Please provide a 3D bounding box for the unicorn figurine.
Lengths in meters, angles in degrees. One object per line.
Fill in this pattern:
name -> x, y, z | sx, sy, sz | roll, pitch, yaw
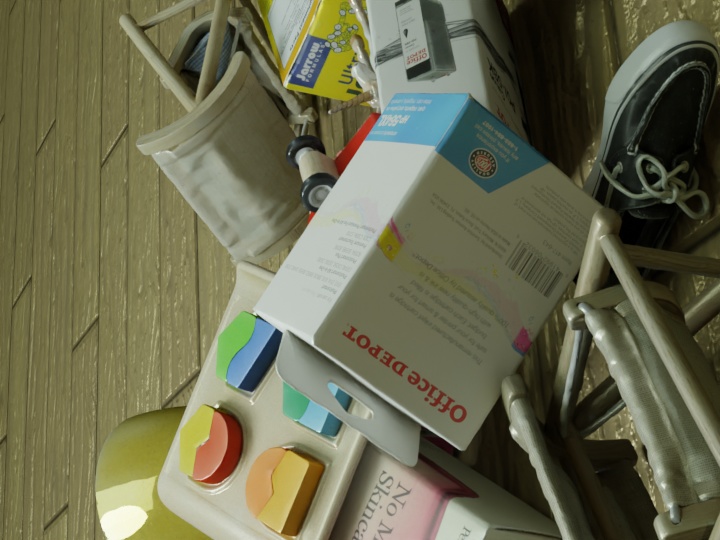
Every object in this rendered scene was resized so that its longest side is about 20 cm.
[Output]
unicorn figurine -> 0.025, -0.168, 1.242 | 0.073, 0.200, 0.138 | -24, 66, 14

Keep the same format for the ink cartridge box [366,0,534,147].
ink cartridge box -> 0.070, -0.142, 1.105 | 0.082, 0.147, 0.202 | -16, 60, 16

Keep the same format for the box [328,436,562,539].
box -> 0.035, 0.197, 1.042 | 0.199, 0.108, 0.129 | 28, 96, 47

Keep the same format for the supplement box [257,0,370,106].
supplement box -> -0.025, -0.262, 1.401 | 0.201, 0.109, 0.109 | -108, 35, -45

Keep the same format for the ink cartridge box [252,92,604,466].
ink cartridge box -> 0.035, 0.006, 0.935 | 0.201, 0.128, 0.125 | -55, 22, -6

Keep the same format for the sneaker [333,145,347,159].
sneaker -> 0.007, -0.040, 1.317 | 0.201, 0.077, 0.083 | 112, 150, -47

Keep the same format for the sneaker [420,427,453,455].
sneaker -> 0.029, 0.107, 1.213 | 0.087, 0.073, 0.202 | -23, 57, 61

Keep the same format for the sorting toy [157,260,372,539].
sorting toy -> -0.068, 0.108, 1.067 | 0.184, 0.036, 0.202 | 21, 93, 45

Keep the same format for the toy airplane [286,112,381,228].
toy airplane -> 0.000, 0.000, 1.148 | 0.199, 0.140, 0.202 | 142, 129, -67

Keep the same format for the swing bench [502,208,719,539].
swing bench -> 0.171, 0.111, 0.818 | 0.201, 0.129, 0.200 | -63, 31, 35

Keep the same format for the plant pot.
plant pot -> -0.134, 0.212, 1.427 | 0.141, 0.199, 0.202 | -25, 56, 31

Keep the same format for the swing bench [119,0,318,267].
swing bench -> -0.123, -0.147, 1.440 | 0.129, 0.199, 0.201 | -24, 49, 10

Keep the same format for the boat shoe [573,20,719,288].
boat shoe -> 0.181, -0.058, 0.935 | 0.200, 0.073, 0.068 | -66, 32, 34
